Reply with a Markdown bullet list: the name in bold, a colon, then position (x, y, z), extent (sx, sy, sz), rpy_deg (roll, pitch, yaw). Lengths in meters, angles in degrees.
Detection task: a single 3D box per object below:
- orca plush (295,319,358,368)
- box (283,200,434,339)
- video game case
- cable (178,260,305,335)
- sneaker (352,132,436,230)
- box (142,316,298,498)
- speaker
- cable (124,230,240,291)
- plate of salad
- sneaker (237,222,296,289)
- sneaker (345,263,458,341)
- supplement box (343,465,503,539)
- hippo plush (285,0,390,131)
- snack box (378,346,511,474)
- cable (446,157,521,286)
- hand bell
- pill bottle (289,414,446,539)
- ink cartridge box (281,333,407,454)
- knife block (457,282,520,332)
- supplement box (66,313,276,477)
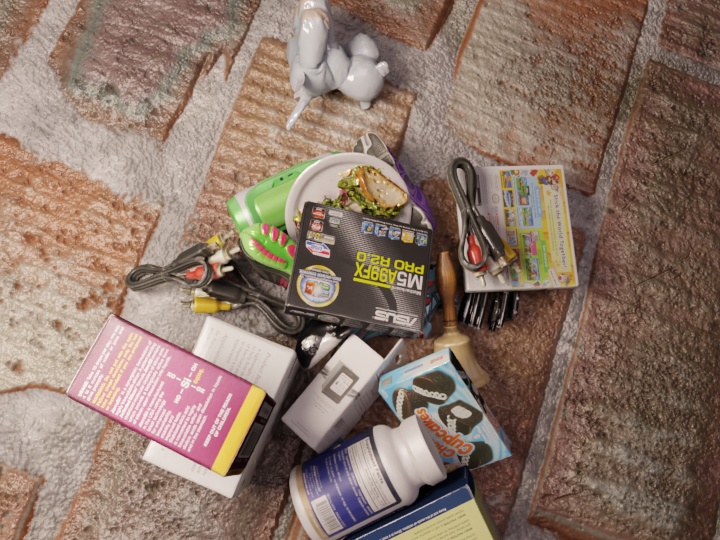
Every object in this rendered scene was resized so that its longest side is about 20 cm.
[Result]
- **orca plush**: position (-0.033, 0.051, 1.003), extent (0.200, 0.105, 0.071), rpy_deg (-42, 102, -2)
- **box**: position (0.000, 0.000, 0.966), extent (0.197, 0.044, 0.162), rpy_deg (12, 68, -7)
- **video game case**: position (0.245, -0.068, 1.065), extent (0.179, 0.023, 0.203), rpy_deg (-2, 77, -6)
- **cable**: position (-0.180, 0.041, 1.058), extent (0.198, 0.050, 0.098), rpy_deg (20, 59, -14)
- **sneaker**: position (0.056, -0.131, 1.095), extent (0.080, 0.083, 0.201), rpy_deg (-27, 98, 30)
- **box**: position (-0.183, 0.190, 0.941), extent (0.129, 0.200, 0.201), rpy_deg (23, 76, 1)
- **speaker**: position (-0.109, -0.117, 1.072), extent (0.198, 0.088, 0.089), rpy_deg (-26, 82, -11)
- **cable**: position (-0.270, 0.008, 1.010), extent (0.198, 0.050, 0.098), rpy_deg (-24, 48, 22)
- **plate of salad**: position (-0.017, -0.081, 1.032), extent (0.197, 0.048, 0.202), rpy_deg (-4, 120, -6)
- **sneaker**: position (-0.108, -0.004, 1.038), extent (0.200, 0.083, 0.077), rpy_deg (45, 69, -26)
- **sneaker**: position (0.071, 0.073, 1.054), extent (0.199, 0.079, 0.096), rpy_deg (-33, 86, -10)
- **supplement box**: position (0.107, 0.417, 0.932), extent (0.198, 0.134, 0.202), rpy_deg (-28, 82, 6)
- **hippo plush**: position (-0.030, -0.344, 1.089), extent (0.159, 0.160, 0.202), rpy_deg (5, 58, -16)
- **snack box**: position (0.125, 0.213, 0.979), extent (0.115, 0.037, 0.201), rpy_deg (-26, 115, 19)
- **cable**: position (0.164, -0.070, 1.015), extent (0.096, 0.050, 0.202), rpy_deg (-19, 72, -21)
- **hand bell**: position (0.135, 0.072, 1.016), extent (0.103, 0.104, 0.203), rpy_deg (-8, 98, -7)
- **pill bottle**: position (0.011, 0.286, 0.931), extent (0.198, 0.116, 0.117), rpy_deg (-27, 81, 5)
- **ink cartridge box**: position (-0.018, 0.174, 0.999), extent (0.066, 0.116, 0.200), rpy_deg (36, 76, 20)
- **knife block**: position (0.201, -0.008, 1.090), extent (0.174, 0.064, 0.202), rpy_deg (-27, 82, -11)
- **supplement box**: position (-0.210, 0.149, 0.780), extent (0.198, 0.131, 0.104), rpy_deg (25, 76, 4)
